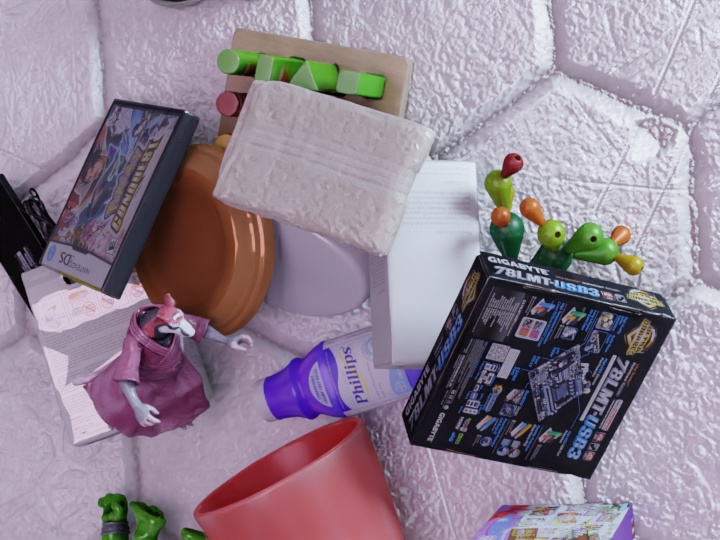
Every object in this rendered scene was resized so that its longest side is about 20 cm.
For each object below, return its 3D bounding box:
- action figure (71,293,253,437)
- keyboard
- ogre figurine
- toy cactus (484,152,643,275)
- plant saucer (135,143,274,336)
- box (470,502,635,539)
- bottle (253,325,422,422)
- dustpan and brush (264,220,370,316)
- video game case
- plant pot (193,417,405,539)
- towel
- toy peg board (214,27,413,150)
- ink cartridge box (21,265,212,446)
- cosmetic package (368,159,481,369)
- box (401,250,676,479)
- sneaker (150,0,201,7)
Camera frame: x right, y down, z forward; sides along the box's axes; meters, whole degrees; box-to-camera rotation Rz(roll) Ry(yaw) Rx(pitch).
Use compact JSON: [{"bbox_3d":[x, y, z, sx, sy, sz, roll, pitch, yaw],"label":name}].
[{"bbox_3d":[-0.204,0.082,1.477,0.149,0.134,0.201,45,145,26],"label":"action figure"},{"bbox_3d":[-0.358,-0.017,1.645,0.104,0.040,0.201,-33,89,37],"label":"keyboard"},{"bbox_3d":[-0.217,0.329,1.584,0.199,0.098,0.121,21,90,6],"label":"ogre figurine"},{"bbox_3d":[0.173,-0.012,1.418,0.200,0.102,0.165,41,133,-12],"label":"toy cactus"},{"bbox_3d":[-0.171,-0.029,1.493,0.199,0.037,0.202,7,101,40],"label":"plant saucer"},{"bbox_3d":[0.175,0.264,1.375,0.136,0.200,0.039,-4,96,21],"label":"box"},{"bbox_3d":[-0.015,0.108,1.506,0.199,0.065,0.084,-18,89,21],"label":"bottle"},{"bbox_3d":[0.000,0.000,1.486,0.199,0.057,0.140,17,136,17],"label":"dustpan and brush"},{"bbox_3d":[-0.255,-0.080,1.520,0.180,0.025,0.201,16,82,56],"label":"video game case"},{"bbox_3d":[-0.043,0.272,1.475,0.200,0.200,0.178,-27,95,20],"label":"plant pot"},{"bbox_3d":[-0.038,-0.100,1.396,0.199,0.034,0.133,20,87,22],"label":"towel"},{"bbox_3d":[-0.069,-0.136,1.491,0.199,0.098,0.201,13,98,19],"label":"toy peg board"},{"bbox_3d":[-0.268,0.073,1.599,0.160,0.050,0.201,-20,81,11],"label":"ink cartridge box"},{"bbox_3d":[0.062,-0.005,1.423,0.101,0.074,0.201,1,82,-15],"label":"cosmetic package"},{"bbox_3d":[0.165,0.093,1.368,0.197,0.050,0.201,11,120,-19],"label":"box"},{"bbox_3d":[-0.151,-0.316,1.513,0.199,0.088,0.076,-13,88,19],"label":"sneaker"}]
